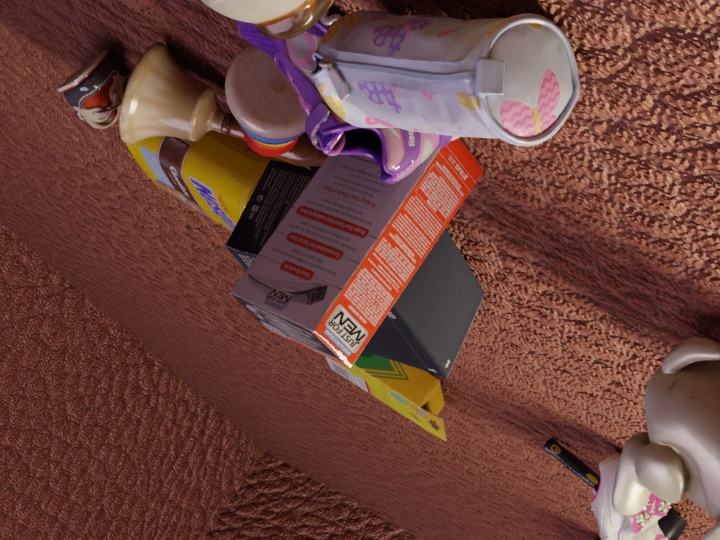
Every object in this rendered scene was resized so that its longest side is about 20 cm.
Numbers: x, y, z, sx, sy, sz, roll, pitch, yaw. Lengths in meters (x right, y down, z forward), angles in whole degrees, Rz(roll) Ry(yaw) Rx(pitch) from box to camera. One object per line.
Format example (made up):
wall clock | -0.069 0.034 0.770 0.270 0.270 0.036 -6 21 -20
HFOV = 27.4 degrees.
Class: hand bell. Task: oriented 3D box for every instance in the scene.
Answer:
hand bell | -0.120 -0.140 1.424 0.200 0.104 0.104 20 164 9

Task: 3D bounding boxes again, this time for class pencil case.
pencil case | 0.052 -0.131 0.980 0.091 0.083 0.200 18 179 -37

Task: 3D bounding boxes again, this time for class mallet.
mallet | 0.315 0.268 1.825 0.200 0.066 0.041 46 180 23

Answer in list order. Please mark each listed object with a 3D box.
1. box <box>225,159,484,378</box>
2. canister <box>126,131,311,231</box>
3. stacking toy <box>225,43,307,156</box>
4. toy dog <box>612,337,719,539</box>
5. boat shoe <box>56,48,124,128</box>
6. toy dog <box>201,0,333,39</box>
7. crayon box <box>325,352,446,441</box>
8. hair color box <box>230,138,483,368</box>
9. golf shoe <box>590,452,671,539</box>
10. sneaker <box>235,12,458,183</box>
box | 0.000 0.000 1.453 0.182 0.104 0.200 17 160 29
canister | -0.140 -0.098 1.564 0.200 0.087 0.149 30 165 28
stacking toy | -0.074 -0.139 1.294 0.085 0.085 0.200 35 172 1
toy dog | 0.331 0.152 1.189 0.200 0.139 0.194 27 128 36
boat shoe | -0.288 -0.193 1.615 0.063 0.071 0.200 53 170 -7
toy dog | -0.029 -0.192 0.766 0.139 0.194 0.200 27 163 -17
crayon box | 0.045 0.151 2.034 0.200 0.051 0.127 32 166 16
hair color box | -0.002 -0.031 1.205 0.111 0.200 0.064 22 161 45
golf shoe | 0.311 0.300 1.744 0.092 0.075 0.200 39 135 41
sneaker | -0.020 -0.137 1.131 0.200 0.089 0.080 34 168 9
